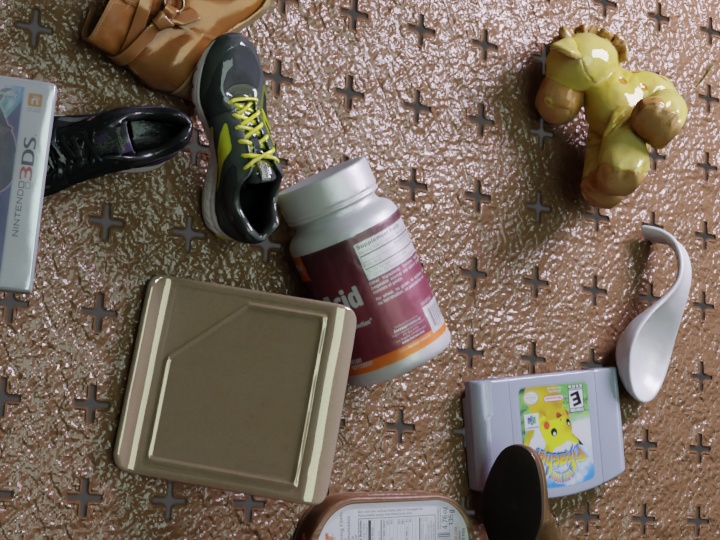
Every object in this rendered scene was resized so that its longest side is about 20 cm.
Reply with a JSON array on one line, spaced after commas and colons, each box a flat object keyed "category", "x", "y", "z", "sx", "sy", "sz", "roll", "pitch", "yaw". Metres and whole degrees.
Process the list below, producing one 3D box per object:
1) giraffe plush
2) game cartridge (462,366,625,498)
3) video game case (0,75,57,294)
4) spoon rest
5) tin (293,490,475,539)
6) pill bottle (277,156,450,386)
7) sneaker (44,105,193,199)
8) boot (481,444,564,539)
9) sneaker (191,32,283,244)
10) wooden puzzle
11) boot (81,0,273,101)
[{"category": "giraffe plush", "x": 0.263, "y": -0.189, "z": 1.537, "sx": 0.162, "sy": 0.173, "sz": 0.201, "roll": 35, "pitch": 78, "yaw": 0}, {"category": "game cartridge", "x": 0.202, "y": 0.177, "z": 1.521, "sx": 0.199, "sy": 0.040, "sz": 0.135, "roll": -4, "pitch": 91, "yaw": -31}, {"category": "video game case", "x": -0.365, "y": -0.082, "z": 1.186, "sx": 0.198, "sy": 0.023, "sz": 0.184, "roll": 7, "pitch": 81, "yaw": -12}, {"category": "spoon rest", "x": 0.331, "y": 0.049, "z": 1.587, "sx": 0.099, "sy": 0.060, "sz": 0.202, "roll": 29, "pitch": 68, "yaw": -50}, {"category": "tin", "x": 0.028, "y": 0.276, "z": 1.408, "sx": 0.199, "sy": 0.042, "sz": 0.113, "roll": 3, "pitch": 80, "yaw": -30}, {"category": "pill bottle", "x": 0.000, "y": 0.000, "z": 1.373, "sx": 0.114, "sy": 0.114, "sz": 0.201, "roll": -28, "pitch": 99, "yaw": -29}, {"category": "sneaker", "x": -0.244, "y": -0.114, "z": 1.254, "sx": 0.199, "sy": 0.087, "sz": 0.076, "roll": -19, "pitch": 95, "yaw": -30}, {"category": "boot", "x": 0.175, "y": 0.262, "z": 1.464, "sx": 0.075, "sy": 0.073, "sz": 0.202, "roll": -23, "pitch": 119, "yaw": -41}, {"category": "sneaker", "x": -0.103, "y": -0.119, "z": 1.312, "sx": 0.074, "sy": 0.084, "sz": 0.202, "roll": -16, "pitch": 114, "yaw": -31}, {"category": "wooden puzzle", "x": -0.114, "y": 0.110, "z": 1.309, "sx": 0.198, "sy": 0.037, "sz": 0.187, "roll": 10, "pitch": 80, "yaw": 0}, {"category": "boot", "x": -0.163, "y": -0.266, "z": 1.320, "sx": 0.154, "sy": 0.073, "sz": 0.201, "roll": 24, "pitch": 77, "yaw": -32}]
